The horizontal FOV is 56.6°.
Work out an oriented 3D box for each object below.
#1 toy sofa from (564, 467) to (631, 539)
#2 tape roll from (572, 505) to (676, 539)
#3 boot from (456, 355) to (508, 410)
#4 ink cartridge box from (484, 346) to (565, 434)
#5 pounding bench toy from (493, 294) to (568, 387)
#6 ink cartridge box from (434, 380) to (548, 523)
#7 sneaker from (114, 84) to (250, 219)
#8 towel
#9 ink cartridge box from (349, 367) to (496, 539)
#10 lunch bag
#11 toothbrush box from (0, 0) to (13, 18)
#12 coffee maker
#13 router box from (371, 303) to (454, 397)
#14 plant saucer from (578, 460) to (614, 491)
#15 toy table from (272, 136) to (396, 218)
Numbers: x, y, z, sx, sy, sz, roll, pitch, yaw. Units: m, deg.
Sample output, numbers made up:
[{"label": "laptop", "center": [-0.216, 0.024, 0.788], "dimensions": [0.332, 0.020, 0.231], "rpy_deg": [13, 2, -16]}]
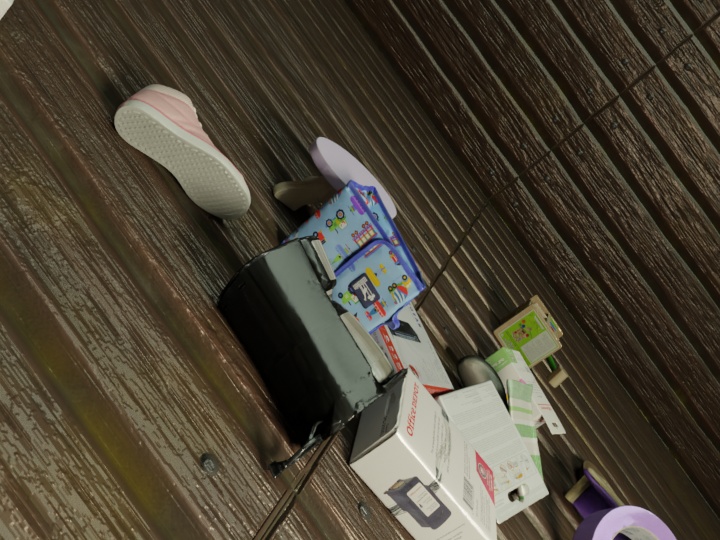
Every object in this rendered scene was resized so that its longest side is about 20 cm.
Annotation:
[{"label": "toy sofa", "center": [0.490, 0.490, 1.302], "dimensions": [0.097, 0.083, 0.201], "rpy_deg": [38, 9, -37]}, {"label": "tape roll", "center": [0.453, 0.509, 1.127], "dimensions": [0.194, 0.066, 0.206], "rpy_deg": [8, 63, -15]}, {"label": "boot", "center": [0.228, 0.254, 1.192], "dimensions": [0.204, 0.067, 0.130], "rpy_deg": [60, 22, 5]}, {"label": "ink cartridge box", "center": [0.347, 0.272, 1.424], "dimensions": [0.116, 0.067, 0.203], "rpy_deg": [21, 37, -56]}, {"label": "pounding bench toy", "center": [0.454, 0.189, 1.710], "dimensions": [0.203, 0.123, 0.155], "rpy_deg": [55, 20, 5]}, {"label": "ink cartridge box", "center": [0.200, 0.286, 1.064], "dimensions": [0.159, 0.050, 0.204], "rpy_deg": [-3, 62, -47]}, {"label": "sneaker", "center": [-0.215, -0.161, 0.866], "dimensions": [0.199, 0.075, 0.106], "rpy_deg": [40, 29, -22]}, {"label": "towel", "center": [0.296, 0.304, 1.197], "dimensions": [0.152, 0.023, 0.207], "rpy_deg": [24, 61, -60]}, {"label": "ink cartridge box", "center": [0.084, 0.252, 0.856], "dimensions": [0.201, 0.084, 0.145], "rpy_deg": [50, 21, -11]}, {"label": "lunch bag", "center": [0.000, 0.000, 0.977], "dimensions": [0.203, 0.149, 0.093], "rpy_deg": [58, 22, 14]}, {"label": "toothbrush box", "center": [-0.422, -0.332, 0.671], "dimensions": [0.145, 0.085, 0.203], "rpy_deg": [36, 26, -40]}, {"label": "coffee maker", "center": [-0.066, 0.078, 0.735], "dimensions": [0.203, 0.134, 0.191], "rpy_deg": [55, 21, 8]}, {"label": "router box", "center": [0.052, 0.107, 1.065], "dimensions": [0.178, 0.048, 0.204], "rpy_deg": [21, 38, -55]}, {"label": "plant saucer", "center": [0.559, 0.535, 1.529], "dimensions": [0.200, 0.029, 0.202], "rpy_deg": [46, 22, -23]}, {"label": "toy table", "center": [-0.043, -0.117, 1.118], "dimensions": [0.199, 0.116, 0.186], "rpy_deg": [40, 24, -29]}]
